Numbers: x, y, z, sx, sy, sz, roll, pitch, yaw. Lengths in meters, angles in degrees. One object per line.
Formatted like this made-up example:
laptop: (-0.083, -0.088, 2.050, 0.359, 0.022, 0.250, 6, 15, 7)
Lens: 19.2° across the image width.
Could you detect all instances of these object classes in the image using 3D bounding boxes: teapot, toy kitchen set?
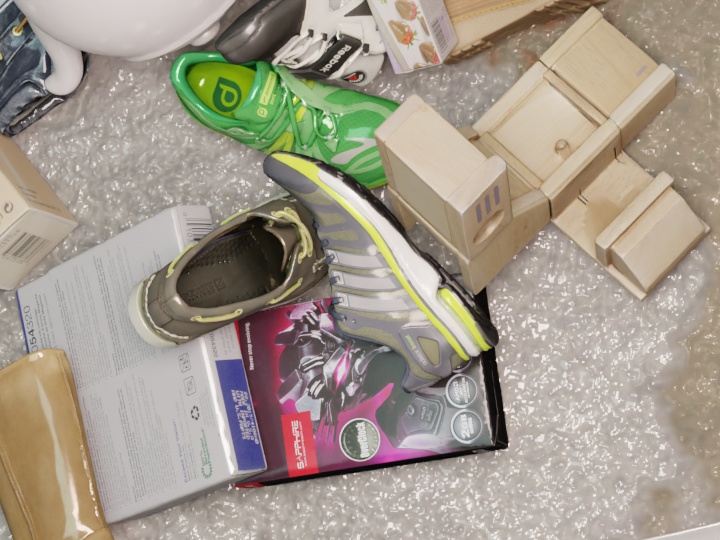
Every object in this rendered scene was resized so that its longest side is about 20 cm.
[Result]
teapot: (-0.144, -0.219, 1.494, 0.198, 0.146, 0.200, -50, 32, -16)
toy kitchen set: (0.142, -0.074, 1.396, 0.163, 0.181, 0.200, 43, 82, 17)

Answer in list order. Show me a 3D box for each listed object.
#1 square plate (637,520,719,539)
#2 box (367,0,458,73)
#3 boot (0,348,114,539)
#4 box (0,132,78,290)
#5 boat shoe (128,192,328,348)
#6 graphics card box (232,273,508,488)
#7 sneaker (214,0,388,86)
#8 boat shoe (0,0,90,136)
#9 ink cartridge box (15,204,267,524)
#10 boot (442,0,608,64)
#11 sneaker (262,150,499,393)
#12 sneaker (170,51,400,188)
square plate: (0.219, 0.275, 1.428, 0.199, 0.028, 0.199, -14, 79, 15)
box: (0.012, -0.233, 1.451, 0.038, 0.041, 0.201, -10, 115, 27)
boot: (-0.250, 0.184, 1.564, 0.175, 0.066, 0.201, -30, 72, 23)
box: (-0.313, -0.087, 1.603, 0.078, 0.095, 0.200, -42, 75, 8)
boat shoe: (-0.068, -0.009, 1.475, 0.072, 0.201, 0.060, 60, 145, 0)
graphics card box: (-0.001, 0.080, 1.508, 0.199, 0.051, 0.126, -9, 80, 15)
sneaker: (-0.022, -0.165, 1.472, 0.074, 0.200, 0.089, -28, 94, 38)
boat shoe: (-0.221, -0.193, 1.603, 0.200, 0.071, 0.091, -42, 78, 14)
ink cartridge box: (-0.162, 0.076, 1.547, 0.199, 0.043, 0.198, -24, 75, 44)
boot: (0.107, -0.256, 1.500, 0.199, 0.072, 0.167, -22, 80, 18)
sneaker: (0.000, 0.000, 1.437, 0.081, 0.074, 0.200, -44, 86, 6)
sneaker: (-0.051, -0.109, 1.528, 0.199, 0.084, 0.075, 16, 89, 18)
